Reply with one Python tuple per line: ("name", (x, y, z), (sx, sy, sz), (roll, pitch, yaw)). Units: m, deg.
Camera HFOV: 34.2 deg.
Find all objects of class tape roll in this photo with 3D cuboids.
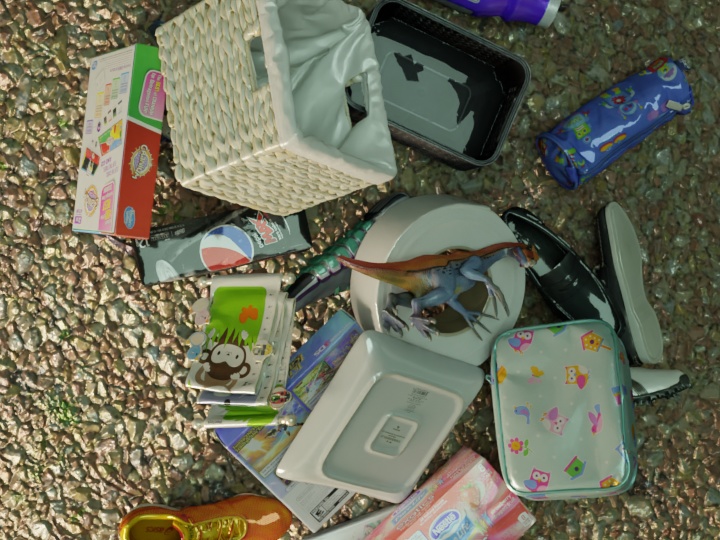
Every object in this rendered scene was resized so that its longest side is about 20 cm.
("tape roll", (0.091, 0.015, 1.349), (0.201, 0.071, 0.204), (-6, 105, -25))

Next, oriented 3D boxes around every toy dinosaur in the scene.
("toy dinosaur", (0.107, 0.000, 1.268), (0.200, 0.105, 0.182), (52, 59, -16))

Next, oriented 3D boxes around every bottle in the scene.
("bottle", (0.140, -0.345, 1.384), (0.199, 0.065, 0.084), (20, 89, -9))

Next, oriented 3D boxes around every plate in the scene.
("plate", (0.031, 0.177, 1.316), (0.199, 0.032, 0.201), (22, 107, -38))

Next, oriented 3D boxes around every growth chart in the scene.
("growth chart", (-0.134, 0.087, 1.306), (0.144, 0.018, 0.202), (-10, 60, 18))

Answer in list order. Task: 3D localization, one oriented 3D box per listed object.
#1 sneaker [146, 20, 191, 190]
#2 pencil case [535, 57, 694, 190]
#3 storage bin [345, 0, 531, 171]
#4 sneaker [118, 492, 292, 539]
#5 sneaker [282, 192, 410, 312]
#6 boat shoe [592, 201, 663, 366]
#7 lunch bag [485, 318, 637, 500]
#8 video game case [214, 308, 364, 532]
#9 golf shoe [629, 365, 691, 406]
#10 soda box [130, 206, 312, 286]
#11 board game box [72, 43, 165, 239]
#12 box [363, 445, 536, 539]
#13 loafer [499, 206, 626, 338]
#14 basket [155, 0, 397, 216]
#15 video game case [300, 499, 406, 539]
("sneaker", (-0.207, -0.183, 1.330), (0.085, 0.077, 0.201), (-23, 94, -4))
("pencil case", (0.310, -0.177, 1.406), (0.199, 0.087, 0.078), (-33, 129, -6))
("storage bin", (0.081, -0.214, 1.364), (0.199, 0.094, 0.136), (24, 87, -9))
("sneaker", (-0.176, 0.301, 1.341), (0.198, 0.077, 0.074), (-6, 96, -8))
("sneaker", (0.000, 0.000, 1.367), (0.200, 0.074, 0.088), (-40, 102, -7))
("boat shoe", (0.312, 0.019, 1.422), (0.074, 0.060, 0.202), (-22, 97, -51))
("lunch bag", (0.225, 0.155, 1.319), (0.159, 0.077, 0.202), (-9, 72, 20))
("video game case", (-0.038, 0.174, 1.340), (0.200, 0.045, 0.182), (-43, 126, -7))
("golf shoe", (0.286, 0.118, 1.383), (0.198, 0.078, 0.095), (-6, 81, 18))
("soda box", (-0.159, -0.033, 1.340), (0.198, 0.071, 0.064), (-14, 90, -9))
("board game box", (-0.264, -0.138, 1.280), (0.040, 0.153, 0.202), (7, 91, -31))
("box", (0.089, 0.310, 1.352), (0.200, 0.095, 0.103), (-42, 97, -7))
("loafer", (0.233, 0.007, 1.376), (0.068, 0.070, 0.201), (-42, 77, 7))
("basket", (-0.085, -0.180, 1.226), (0.160, 0.199, 0.200), (-19, 73, 30))
("video game case", (0.047, 0.376, 1.405), (0.198, 0.024, 0.184), (-18, 94, -8))
